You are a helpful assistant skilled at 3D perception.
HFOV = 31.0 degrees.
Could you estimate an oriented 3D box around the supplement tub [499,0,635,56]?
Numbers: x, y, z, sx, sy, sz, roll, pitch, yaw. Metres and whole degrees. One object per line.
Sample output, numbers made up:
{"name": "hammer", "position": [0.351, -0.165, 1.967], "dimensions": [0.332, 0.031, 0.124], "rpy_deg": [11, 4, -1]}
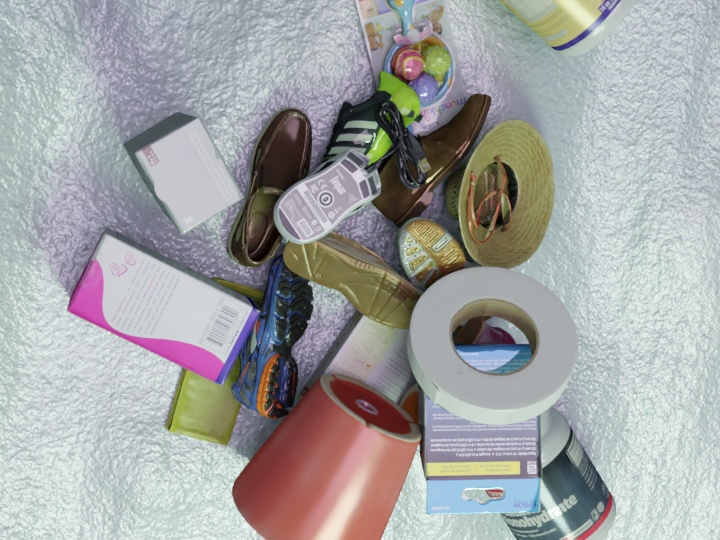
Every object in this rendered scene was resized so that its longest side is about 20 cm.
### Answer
{"name": "supplement tub", "position": [0.231, -0.376, 1.594], "dimensions": [0.200, 0.145, 0.146], "rpy_deg": [37, 86, -19]}

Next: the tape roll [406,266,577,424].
{"name": "tape roll", "position": [0.154, 0.087, 1.525], "dimensions": [0.202, 0.037, 0.203], "rpy_deg": [2, 56, -3]}

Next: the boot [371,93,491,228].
{"name": "boot", "position": [0.087, -0.150, 1.622], "dimensions": [0.075, 0.074, 0.200], "rpy_deg": [37, 93, -8]}

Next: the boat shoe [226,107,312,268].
{"name": "boat shoe", "position": [-0.100, -0.098, 1.569], "dimensions": [0.074, 0.075, 0.203], "rpy_deg": [16, 93, -19]}

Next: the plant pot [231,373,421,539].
{"name": "plant pot", "position": [-0.030, 0.234, 1.557], "dimensions": [0.200, 0.200, 0.178], "rpy_deg": [26, 103, -19]}

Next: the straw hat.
{"name": "straw hat", "position": [0.154, -0.097, 1.636], "dimensions": [0.201, 0.085, 0.202], "rpy_deg": [-9, 102, -47]}

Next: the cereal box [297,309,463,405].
{"name": "cereal box", "position": [0.032, 0.122, 1.661], "dimensions": [0.144, 0.040, 0.200], "rpy_deg": [37, 87, -19]}

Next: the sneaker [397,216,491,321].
{"name": "sneaker", "position": [0.101, -0.012, 1.618], "dimensions": [0.076, 0.088, 0.200], "rpy_deg": [-36, 132, 10]}

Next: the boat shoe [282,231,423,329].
{"name": "boat shoe", "position": [0.000, 0.000, 1.593], "dimensions": [0.200, 0.069, 0.074], "rpy_deg": [31, 119, -14]}

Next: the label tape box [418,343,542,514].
{"name": "label tape box", "position": [0.143, 0.190, 1.569], "dimensions": [0.143, 0.066, 0.201], "rpy_deg": [0, 89, -6]}

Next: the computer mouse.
{"name": "computer mouse", "position": [-0.018, -0.106, 1.541], "dimensions": [0.200, 0.044, 0.110], "rpy_deg": [-33, 99, -6]}

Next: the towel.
{"name": "towel", "position": [-0.172, 0.114, 1.608], "dimensions": [0.086, 0.018, 0.201], "rpy_deg": [17, 93, -18]}

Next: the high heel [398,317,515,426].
{"name": "high heel", "position": [0.122, 0.155, 1.653], "dimensions": [0.096, 0.067, 0.200], "rpy_deg": [34, 88, -42]}

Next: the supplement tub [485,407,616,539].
{"name": "supplement tub", "position": [0.232, 0.267, 1.690], "dimensions": [0.140, 0.140, 0.200], "rpy_deg": [-36, 106, -9]}

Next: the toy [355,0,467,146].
{"name": "toy", "position": [0.072, -0.265, 1.613], "dimensions": [0.115, 0.047, 0.201], "rpy_deg": [-18, 102, -12]}

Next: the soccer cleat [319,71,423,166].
{"name": "soccer cleat", "position": [-0.010, -0.156, 1.600], "dimensions": [0.200, 0.068, 0.081], "rpy_deg": [-47, 71, 7]}

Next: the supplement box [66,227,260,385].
{"name": "supplement box", "position": [-0.233, 0.040, 1.524], "dimensions": [0.200, 0.103, 0.101], "rpy_deg": [28, 91, -14]}

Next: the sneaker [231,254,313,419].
{"name": "sneaker", "position": [-0.115, 0.076, 1.577], "dimensions": [0.075, 0.078, 0.201], "rpy_deg": [28, 71, -55]}

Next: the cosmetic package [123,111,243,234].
{"name": "cosmetic package", "position": [-0.204, -0.114, 1.469], "dimensions": [0.090, 0.200, 0.107], "rpy_deg": [-32, 106, -10]}
